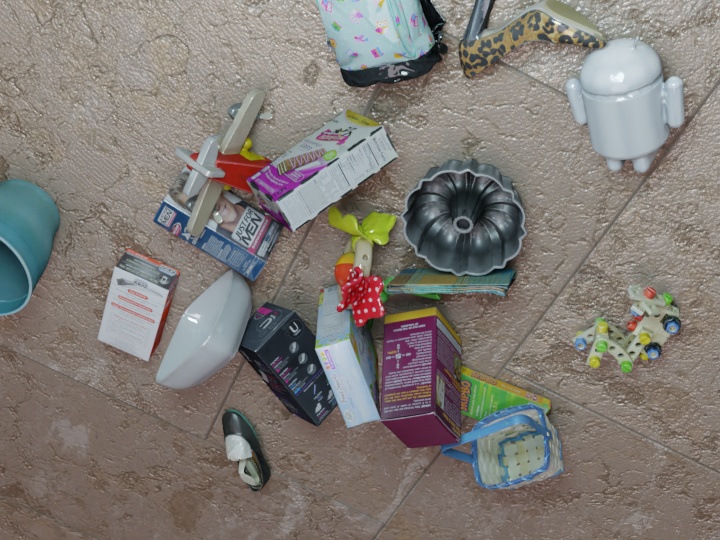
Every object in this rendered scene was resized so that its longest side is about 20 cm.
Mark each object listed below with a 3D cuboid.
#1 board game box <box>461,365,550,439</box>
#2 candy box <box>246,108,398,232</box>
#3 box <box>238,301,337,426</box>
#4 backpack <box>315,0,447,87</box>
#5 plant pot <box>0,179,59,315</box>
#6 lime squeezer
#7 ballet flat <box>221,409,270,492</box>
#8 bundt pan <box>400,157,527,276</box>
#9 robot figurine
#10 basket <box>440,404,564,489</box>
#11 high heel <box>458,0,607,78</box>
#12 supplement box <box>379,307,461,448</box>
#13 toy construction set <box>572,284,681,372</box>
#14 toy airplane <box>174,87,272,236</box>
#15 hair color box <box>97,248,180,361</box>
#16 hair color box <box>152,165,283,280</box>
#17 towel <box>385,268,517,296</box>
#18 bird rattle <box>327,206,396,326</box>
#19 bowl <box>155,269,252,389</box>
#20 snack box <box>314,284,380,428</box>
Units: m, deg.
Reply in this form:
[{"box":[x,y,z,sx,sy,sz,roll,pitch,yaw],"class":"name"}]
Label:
[{"box":[0.244,0.244,1.850,0.198,0.030,0.096,20,129,-4],"class":"board game box"},{"box":[-0.059,-0.154,1.495,0.199,0.136,0.061,-36,120,-11],"class":"candy box"},{"box":[-0.124,0.169,1.813,0.201,0.106,0.122,53,160,-26],"class":"box"},{"box":[0.018,-0.362,1.382,0.165,0.127,0.202,-6,122,23],"class":"backpack"},{"box":[-0.630,-0.057,1.754,0.198,0.189,0.202,8,129,10],"class":"plant pot"},{"box":[0.056,0.046,1.738,0.070,0.038,0.199,37,143,-21],"class":"lime squeezer"},{"box":[-0.238,0.382,2.061,0.067,0.069,0.201,-9,123,23],"class":"ballet flat"},{"box":[0.167,-0.093,1.579,0.199,0.076,0.203,7,129,9],"class":"bundt pan"},{"box":[0.369,-0.236,1.390,0.168,0.113,0.201,5,130,32],"class":"robot figurine"},{"box":[0.260,0.315,1.782,0.175,0.141,0.199,-23,149,29],"class":"basket"},{"box":[0.236,-0.308,1.390,0.199,0.071,0.144,27,125,17],"class":"high heel"},{"box":[0.106,0.185,1.711,0.102,0.202,0.131,-11,145,22],"class":"supplement box"},{"box":[0.450,0.090,1.641,0.130,0.093,0.201,23,140,-3],"class":"toy construction set"},{"box":[-0.214,-0.170,1.572,0.199,0.141,0.200,-32,138,-15],"class":"toy airplane"},{"box":[-0.419,0.067,1.872,0.110,0.064,0.201,24,130,-2],"class":"hair color box"},{"box":[-0.238,-0.080,1.684,0.199,0.100,0.061,31,134,-9],"class":"hair color box"},{"box":[0.152,0.018,1.631,0.198,0.147,0.022,0,100,16],"class":"towel"},{"box":[0.000,0.000,1.636,0.111,0.202,0.163,1,161,-14],"class":"bird rattle"},{"box":[-0.269,0.114,1.782,0.074,0.201,0.200,34,131,-20],"class":"bowl"},{"box":[-0.020,0.142,1.718,0.067,0.201,0.170,-17,115,7],"class":"snack box"}]
